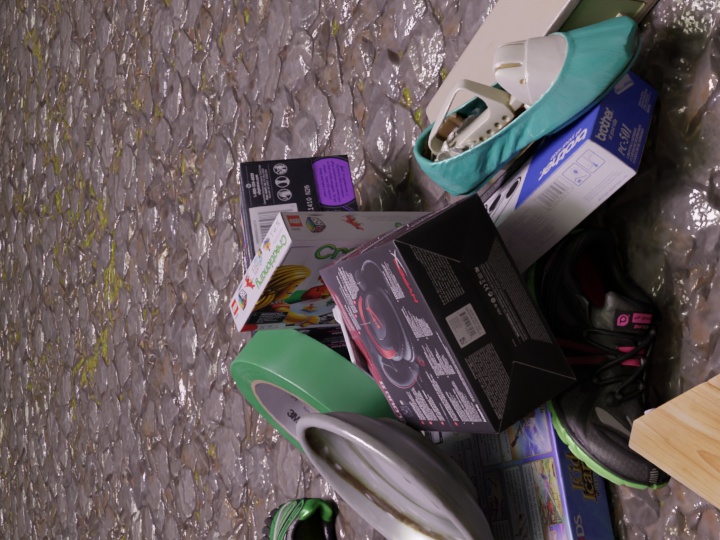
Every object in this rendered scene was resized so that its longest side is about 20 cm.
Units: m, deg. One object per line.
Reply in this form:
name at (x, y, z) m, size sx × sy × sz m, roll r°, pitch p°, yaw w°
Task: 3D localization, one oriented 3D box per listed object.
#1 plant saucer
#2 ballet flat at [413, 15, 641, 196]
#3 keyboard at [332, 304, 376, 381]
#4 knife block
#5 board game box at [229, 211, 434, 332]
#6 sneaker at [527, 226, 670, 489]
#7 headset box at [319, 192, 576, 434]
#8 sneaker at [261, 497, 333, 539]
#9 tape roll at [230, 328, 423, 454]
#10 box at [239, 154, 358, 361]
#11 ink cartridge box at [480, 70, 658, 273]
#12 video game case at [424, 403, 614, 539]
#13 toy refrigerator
plant saucer at (0.038, 0.170, 0.915) m, size 0.200 × 0.050 × 0.200 m, roll 35°, pitch 158°, yaw 17°
ballet flat at (0.107, -0.121, 0.818) m, size 0.200 × 0.070 × 0.068 m, roll -39°, pitch 36°, yaw 42°
keyboard at (0.023, 0.085, 0.997) m, size 0.011 × 0.200 × 0.056 m, roll -29°, pitch 61°, yaw 9°
knife block at (0.263, 0.135, 0.667) m, size 0.200 × 0.064 × 0.176 m, roll -45°, pitch 51°, yaw 51°
board game box at (0.000, 0.000, 0.991) m, size 0.126 × 0.199 × 0.035 m, roll -57°, pitch 46°, yaw 44°
sneaker at (0.173, 0.058, 0.813) m, size 0.084 × 0.076 × 0.201 m, roll -51°, pitch 49°, yaw 53°
headset box at (0.053, 0.039, 0.851) m, size 0.149 × 0.075 × 0.200 m, roll 61°, pitch 161°, yaw -2°
sneaker at (-0.064, 0.333, 1.201) m, size 0.085 × 0.078 × 0.201 m, roll -39°, pitch 46°, yaw 48°
tape roll at (-0.029, 0.133, 1.063) m, size 0.048 × 0.200 × 0.200 m, roll -52°, pitch 23°, yaw -20°
box at (-0.060, -0.004, 1.115) m, size 0.200 × 0.106 × 0.123 m, roll 96°, pitch 166°, yaw -57°
ink cartridge box at (0.137, -0.059, 0.861) m, size 0.200 × 0.044 × 0.094 m, roll -47°, pitch 13°, yaw 48°
video game case at (0.122, 0.166, 0.930) m, size 0.181 × 0.045 × 0.201 m, roll -31°, pitch 64°, yaw 58°
toy refrigerator at (0.135, -0.163, 0.882) m, size 0.200 × 0.076 × 0.070 m, roll -54°, pitch 45°, yaw 44°
